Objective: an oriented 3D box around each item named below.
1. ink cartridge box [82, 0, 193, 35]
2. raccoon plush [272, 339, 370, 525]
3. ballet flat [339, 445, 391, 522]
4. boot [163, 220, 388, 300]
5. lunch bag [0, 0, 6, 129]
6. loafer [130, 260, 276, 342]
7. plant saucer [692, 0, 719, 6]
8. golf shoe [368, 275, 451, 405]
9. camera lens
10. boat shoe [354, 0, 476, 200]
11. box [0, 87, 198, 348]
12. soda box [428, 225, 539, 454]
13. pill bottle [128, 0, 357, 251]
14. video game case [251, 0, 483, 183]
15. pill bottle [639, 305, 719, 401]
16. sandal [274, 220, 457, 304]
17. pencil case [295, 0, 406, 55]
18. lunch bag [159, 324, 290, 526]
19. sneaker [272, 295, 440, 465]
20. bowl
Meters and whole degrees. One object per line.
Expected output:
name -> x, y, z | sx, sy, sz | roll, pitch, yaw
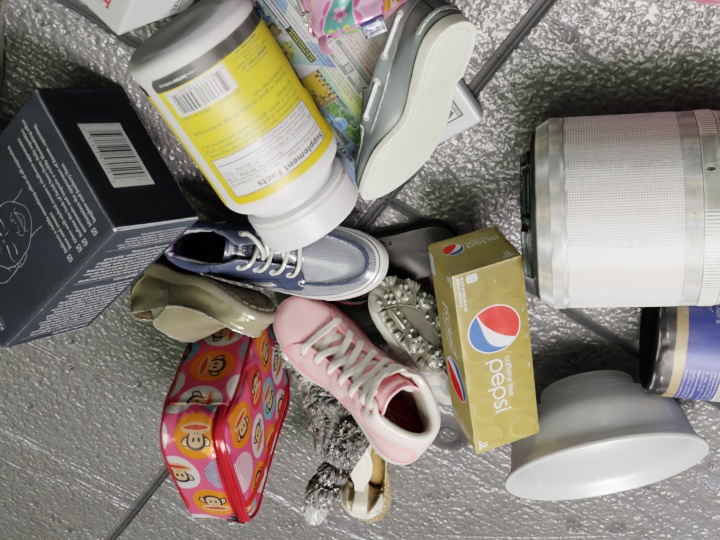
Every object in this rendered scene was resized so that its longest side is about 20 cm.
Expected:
ink cartridge box -> -0.193, -0.295, 0.732 | 0.200, 0.083, 0.146 | 44, 132, 5
raccoon plush -> -0.053, 0.152, 1.045 | 0.134, 0.097, 0.200 | 30, 90, 3
ballet flat -> 0.000, 0.237, 1.163 | 0.070, 0.065, 0.200 | 4, 127, 9
boot -> -0.080, -0.011, 0.944 | 0.200, 0.090, 0.073 | 2, 89, 23
lunch bag -> -0.392, -0.131, 0.893 | 0.117, 0.164, 0.200 | 18, 128, -1
loafer -> -0.156, 0.038, 0.984 | 0.076, 0.068, 0.200 | 18, 179, -43
plant saucer -> 0.282, -0.280, 0.727 | 0.200, 0.051, 0.201 | 5, 128, 6
golf shoe -> 0.049, 0.082, 1.017 | 0.097, 0.078, 0.200 | -12, 136, 35
camera lens -> 0.235, -0.050, 0.841 | 0.200, 0.160, 0.160 | -2, 127, 12
boat shoe -> 0.034, -0.144, 0.856 | 0.062, 0.073, 0.200 | 51, 141, 25
box -> -0.272, -0.048, 0.932 | 0.200, 0.107, 0.149 | -38, 77, 32
soda box -> 0.115, 0.066, 0.933 | 0.068, 0.064, 0.200 | -17, 121, -10
pill bottle -> -0.091, -0.120, 0.850 | 0.114, 0.114, 0.200 | -20, 122, 23
video game case -> -0.022, -0.168, 0.887 | 0.182, 0.022, 0.200 | -26, 119, 26
pill bottle -> 0.366, 0.069, 0.938 | 0.200, 0.112, 0.112 | 5, 128, 7
sandal -> 0.000, 0.000, 0.995 | 0.200, 0.045, 0.075 | -15, 124, 20
pencil case -> -0.038, -0.267, 0.755 | 0.087, 0.087, 0.200 | -19, 110, 23
lunch bag -> -0.131, 0.152, 1.038 | 0.082, 0.200, 0.176 | 0, 130, 12
sneaker -> 0.001, 0.092, 0.953 | 0.200, 0.075, 0.105 | 49, 159, 5
bowl -> 0.237, 0.160, 1.023 | 0.201, 0.090, 0.201 | -6, 152, -3
